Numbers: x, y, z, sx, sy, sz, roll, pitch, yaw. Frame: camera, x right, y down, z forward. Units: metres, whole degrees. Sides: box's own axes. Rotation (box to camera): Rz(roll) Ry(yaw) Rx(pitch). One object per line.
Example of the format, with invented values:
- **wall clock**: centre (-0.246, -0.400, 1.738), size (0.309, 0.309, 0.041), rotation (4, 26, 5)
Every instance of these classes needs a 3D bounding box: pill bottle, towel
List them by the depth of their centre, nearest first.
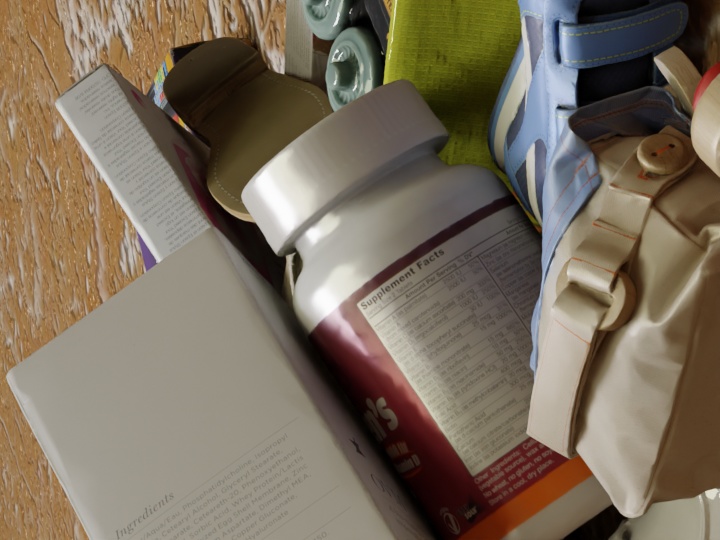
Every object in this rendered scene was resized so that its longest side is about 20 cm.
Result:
- **pill bottle**: centre (0.040, 0.025, 1.251), size (0.200, 0.109, 0.110), rotation (56, 156, 7)
- **towel**: centre (0.049, -0.059, 1.307), size (0.018, 0.086, 0.201), rotation (-92, 7, -53)

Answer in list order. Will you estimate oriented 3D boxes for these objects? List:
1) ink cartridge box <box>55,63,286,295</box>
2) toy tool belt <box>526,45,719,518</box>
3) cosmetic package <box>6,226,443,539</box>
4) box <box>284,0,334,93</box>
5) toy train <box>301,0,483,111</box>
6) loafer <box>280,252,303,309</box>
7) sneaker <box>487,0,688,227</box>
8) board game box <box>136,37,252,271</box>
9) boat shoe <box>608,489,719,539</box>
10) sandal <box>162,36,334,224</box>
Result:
- **ink cartridge box**: centre (-0.065, 0.001, 1.553), size (0.200, 0.043, 0.196), rotation (55, -175, 22)
- **toy tool belt**: centre (0.111, -0.016, 1.102), size (0.123, 0.124, 0.201), rotation (49, 144, 42)
- **cosmetic package**: centre (-0.031, 0.123, 1.296), size (0.200, 0.123, 0.199), rotation (56, -176, 36)
- **box**: centre (-0.016, -0.121, 1.533), size (0.041, 0.038, 0.201), rotation (-128, 34, -53)
- **toy train**: centre (0.021, -0.152, 1.364), size (0.114, 0.085, 0.201), rotation (-57, 43, 46)
- **loafer**: centre (0.000, 0.000, 1.420), size (0.068, 0.075, 0.200), rotation (60, 171, 21)
- **sneaker**: centre (0.100, -0.084, 1.177), size (0.201, 0.074, 0.083), rotation (90, 164, -50)
- **board game box**: centre (-0.086, -0.016, 1.759), size (0.165, 0.056, 0.201), rotation (130, 128, -64)
- **boat shoe**: centre (0.123, 0.144, 1.224), size (0.074, 0.065, 0.201), rotation (-118, 26, -42)
- **sandal**: centre (-0.042, -0.057, 1.518), size (0.070, 0.077, 0.212), rotation (54, 178, -29)
